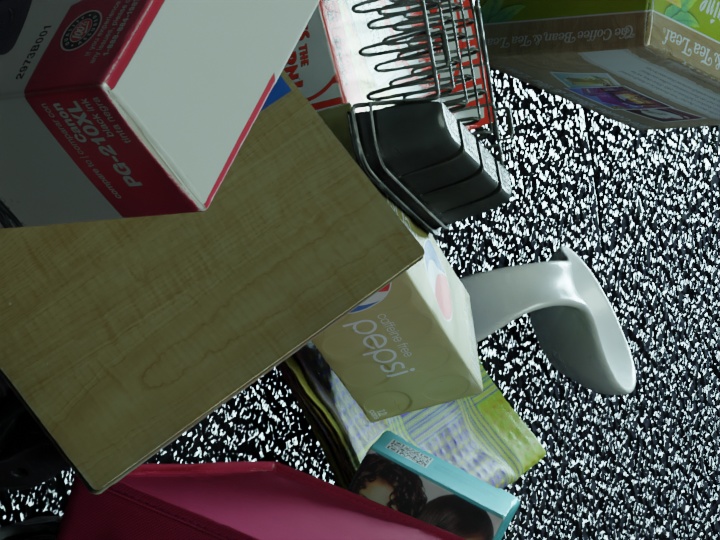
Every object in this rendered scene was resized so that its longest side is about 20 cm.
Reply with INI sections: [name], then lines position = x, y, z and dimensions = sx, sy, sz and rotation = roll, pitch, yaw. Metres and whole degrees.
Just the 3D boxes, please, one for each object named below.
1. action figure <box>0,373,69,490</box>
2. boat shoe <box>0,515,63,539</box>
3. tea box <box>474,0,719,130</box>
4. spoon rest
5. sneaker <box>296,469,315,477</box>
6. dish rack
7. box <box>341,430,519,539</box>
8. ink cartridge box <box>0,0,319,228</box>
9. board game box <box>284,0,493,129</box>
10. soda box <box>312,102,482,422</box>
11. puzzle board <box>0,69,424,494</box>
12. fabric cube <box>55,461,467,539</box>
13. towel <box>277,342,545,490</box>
[action figure]
position = -0.166, 0.006, 1.453
dimensions = 0.130, 0.069, 0.200
rotation = 45, 40, -34
[boat shoe]
position = -0.159, 0.156, 1.460
dimensions = 0.200, 0.063, 0.073
rotation = 8, 82, -52
[tea box]
position = 0.182, -0.202, 1.855
dimensions = 0.200, 0.134, 0.197
rotation = 16, 77, -51
[spoon rest]
position = 0.122, 0.026, 1.804
dimensions = 0.200, 0.061, 0.099
rotation = 11, 55, -62
[sneaker]
position = -0.023, 0.211, 1.633
dimensions = 0.087, 0.074, 0.200
rotation = -31, 108, -33
[dish rack]
position = 0.030, -0.131, 1.534
dimensions = 0.153, 0.054, 0.200
rotation = 41, 40, -69
[box]
position = 0.002, 0.192, 1.577
dimensions = 0.200, 0.082, 0.049
rotation = -64, 173, 11
[ink cartridge box]
position = -0.134, -0.098, 1.313
dimensions = 0.084, 0.200, 0.145
rotation = 52, 50, -35
[board game box]
position = 0.002, -0.137, 1.631
dimensions = 0.200, 0.046, 0.152
rotation = -25, 102, -64
[soda box]
position = 0.000, 0.000, 1.549
dimensions = 0.200, 0.068, 0.064
rotation = 57, 21, -52
[puzzle board]
position = -0.091, -0.010, 1.410
dimensions = 0.200, 0.017, 0.151
rotation = -36, 83, -19
[fabric cube]
position = -0.040, 0.216, 1.445
dimensions = 0.200, 0.196, 0.200
rotation = 6, 103, -61
[towel]
position = 0.028, 0.076, 1.679
dimensions = 0.144, 0.023, 0.200
rotation = 61, 31, 2
